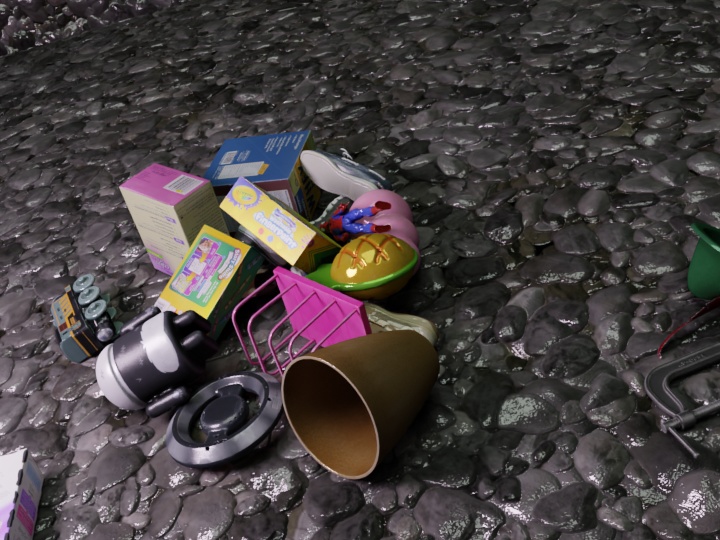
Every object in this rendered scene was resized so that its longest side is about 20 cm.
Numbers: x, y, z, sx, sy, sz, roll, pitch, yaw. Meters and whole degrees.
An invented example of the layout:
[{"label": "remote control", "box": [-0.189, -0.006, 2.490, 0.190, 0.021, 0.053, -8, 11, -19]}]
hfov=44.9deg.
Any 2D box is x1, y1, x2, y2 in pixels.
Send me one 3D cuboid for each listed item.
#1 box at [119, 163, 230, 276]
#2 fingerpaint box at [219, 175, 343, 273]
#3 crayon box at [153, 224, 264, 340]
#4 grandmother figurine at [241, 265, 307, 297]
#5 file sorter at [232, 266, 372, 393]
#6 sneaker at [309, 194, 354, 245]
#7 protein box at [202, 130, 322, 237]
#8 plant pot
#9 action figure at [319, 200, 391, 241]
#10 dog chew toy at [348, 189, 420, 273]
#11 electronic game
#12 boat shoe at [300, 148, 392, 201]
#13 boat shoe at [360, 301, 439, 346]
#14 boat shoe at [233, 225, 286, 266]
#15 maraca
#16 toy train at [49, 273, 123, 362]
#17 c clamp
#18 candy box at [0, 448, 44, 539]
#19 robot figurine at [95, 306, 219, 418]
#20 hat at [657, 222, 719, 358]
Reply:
[{"label": "box", "box": [-0.348, -0.086, 1.690, 0.175, 0.201, 0.097, 19, 47, 39]}, {"label": "fingerpaint box", "box": [-0.131, -0.068, 1.572, 0.200, 0.167, 0.074, 37, 93, 26]}, {"label": "crayon box", "box": [-0.273, 0.031, 1.545, 0.118, 0.058, 0.201, 24, 78, 29]}, {"label": "grandmother figurine", "box": [-0.188, 0.027, 1.608, 0.198, 0.061, 0.122, -4, 31, 11]}, {"label": "file sorter", "box": [-0.091, 0.110, 1.390, 0.199, 0.140, 0.125, 21, 50, 40]}, {"label": "sneaker", "box": [-0.047, -0.083, 1.701, 0.200, 0.067, 0.090, -35, 47, -26]}, {"label": "protein box", "box": [-0.201, -0.179, 1.819, 0.198, 0.136, 0.199, -3, 37, 15]}, {"label": "plant pot", "box": [0.021, 0.167, 1.260, 0.186, 0.188, 0.199, 20, 35, 38]}, {"label": "action figure", "box": [-0.018, -0.087, 1.553, 0.051, 0.066, 0.200, -3, -2, -30]}, {"label": "dog chew toy", "box": [0.050, -0.058, 1.588, 0.124, 0.125, 0.201, -18, 43, -5]}, {"label": "electronic game", "box": [-0.210, 0.228, 1.354, 0.199, 0.042, 0.201, -17, 31, 11]}, {"label": "boat shoe", "box": [-0.029, -0.191, 1.716, 0.199, 0.075, 0.062, 25, 44, 27]}, {"label": "boat shoe", "box": [0.025, 0.101, 1.416, 0.199, 0.072, 0.065, 7, 43, 28]}, {"label": "boat shoe", "box": [-0.202, -0.037, 1.680, 0.066, 0.070, 0.200, -53, 36, -2]}, {"label": "maraca", "box": [0.000, 0.000, 1.457, 0.198, 0.108, 0.137, -15, 21, 5]}, {"label": "toy train", "box": [-0.520, 0.086, 1.628, 0.114, 0.086, 0.200, -34, 39, -10]}, {"label": "c clamp", "box": [0.488, 0.170, 1.204, 0.199, 0.027, 0.171, -24, 32, -10]}, {"label": "candy box", "box": [-0.563, 0.372, 1.262, 0.166, 0.072, 0.201, -15, 36, 1]}, {"label": "robot figurine", "box": [-0.332, 0.145, 1.423, 0.199, 0.125, 0.150, -30, 22, 6]}, {"label": "hat", "box": [0.542, 0.039, 1.364, 0.199, 0.177, 0.166, 15, 24, -25]}]
